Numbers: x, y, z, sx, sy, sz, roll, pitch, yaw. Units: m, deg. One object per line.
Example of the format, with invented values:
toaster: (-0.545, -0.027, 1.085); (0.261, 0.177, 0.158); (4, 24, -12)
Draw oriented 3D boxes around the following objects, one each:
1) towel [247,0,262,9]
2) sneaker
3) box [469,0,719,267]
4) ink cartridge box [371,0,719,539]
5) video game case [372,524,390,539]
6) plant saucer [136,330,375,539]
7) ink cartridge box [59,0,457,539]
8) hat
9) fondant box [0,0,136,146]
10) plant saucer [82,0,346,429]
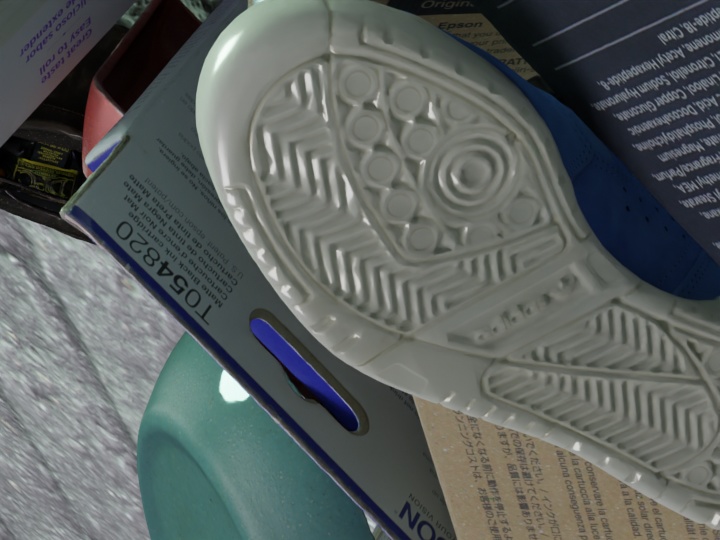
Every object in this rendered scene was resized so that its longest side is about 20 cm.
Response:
towel: (-0.026, -0.111, 0.743); (0.022, 0.201, 0.147); (-4, 150, 2)
sneaker: (0.030, -0.017, 0.615); (0.199, 0.077, 0.111); (30, -164, -30)
box: (0.121, -0.084, 0.547); (0.200, 0.149, 0.107); (46, 160, -10)
ink cartridge box: (0.095, 0.007, 0.747); (0.164, 0.075, 0.201); (-2, 126, 22)
video game case: (0.052, 0.103, 0.979); (0.023, 0.201, 0.182); (33, 163, -18)
plant saucer: (-0.038, 0.116, 0.921); (0.200, 0.036, 0.201); (52, 154, 40)
ink cartridge box: (0.000, 0.000, 0.877); (0.200, 0.200, 0.041); (46, 132, -10)
hat: (-0.127, -0.068, 1.109); (0.199, 0.081, 0.201); (18, 169, 4)
fondant box: (-0.105, -0.149, 0.834); (0.058, 0.144, 0.200); (36, 159, 12)
plant saucer: (-0.032, -0.013, 0.983); (0.200, 0.037, 0.200); (46, -167, -10)
